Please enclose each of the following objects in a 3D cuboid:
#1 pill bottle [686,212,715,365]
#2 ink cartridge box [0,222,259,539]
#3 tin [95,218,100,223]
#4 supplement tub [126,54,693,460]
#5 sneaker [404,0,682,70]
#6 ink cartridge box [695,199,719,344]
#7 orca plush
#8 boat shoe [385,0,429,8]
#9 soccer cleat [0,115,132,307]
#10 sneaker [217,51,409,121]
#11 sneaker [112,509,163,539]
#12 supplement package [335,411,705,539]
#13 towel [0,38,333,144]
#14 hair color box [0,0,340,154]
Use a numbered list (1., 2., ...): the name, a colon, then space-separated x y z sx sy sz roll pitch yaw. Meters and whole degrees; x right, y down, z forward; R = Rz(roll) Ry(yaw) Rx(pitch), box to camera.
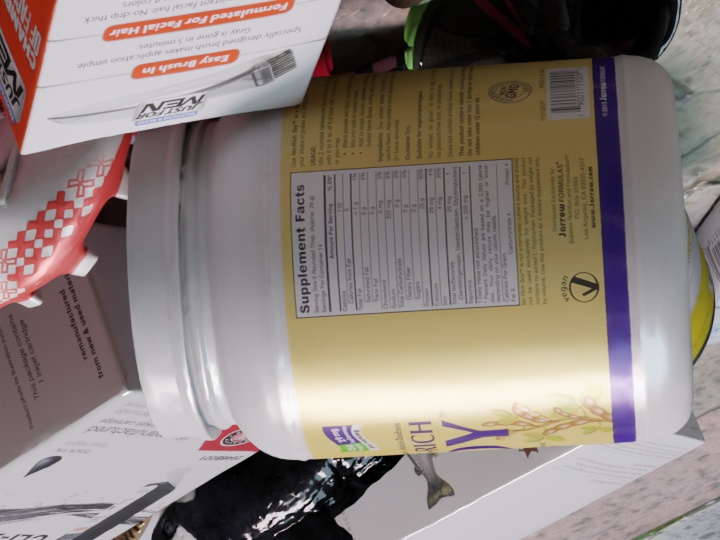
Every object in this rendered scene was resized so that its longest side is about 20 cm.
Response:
1. pill bottle: 0.110 -0.005 1.251 0.112 0.112 0.200 -24 160 7
2. ink cartridge box: -0.138 0.065 1.123 0.200 0.084 0.144 -31 158 29
3. tin: -0.199 0.017 1.113 0.199 0.042 0.112 -9 153 -31
4. supplement tub: 0.021 -0.003 0.952 0.199 0.146 0.145 -4 161 6
5. sneaker: 0.076 -0.101 1.000 0.077 0.084 0.200 -17 158 -26
6. ink cartridge box: 0.286 -0.022 1.476 0.199 0.047 0.160 -12 158 -17
7. orca plush: -0.008 0.104 1.188 0.200 0.071 0.105 -27 151 6
8. boat shoe: 0.047 -0.159 0.854 0.075 0.075 0.202 -20 161 -19
9. soccer cleat: -0.165 -0.014 0.972 0.085 0.069 0.200 29 127 -35
10. sneaker: -0.006 -0.058 1.100 0.200 0.070 0.082 -15 -168 -32
11. sneaker: -0.048 0.068 1.245 0.108 0.070 0.200 0 144 -33
12. supplement package: 0.070 0.086 1.438 0.200 0.117 0.117 -31 158 23
13. towel: -0.110 -0.076 0.983 0.199 0.023 0.145 -20 159 -3
14. hair color box: -0.055 -0.126 0.823 0.111 0.064 0.200 -12 151 -24
